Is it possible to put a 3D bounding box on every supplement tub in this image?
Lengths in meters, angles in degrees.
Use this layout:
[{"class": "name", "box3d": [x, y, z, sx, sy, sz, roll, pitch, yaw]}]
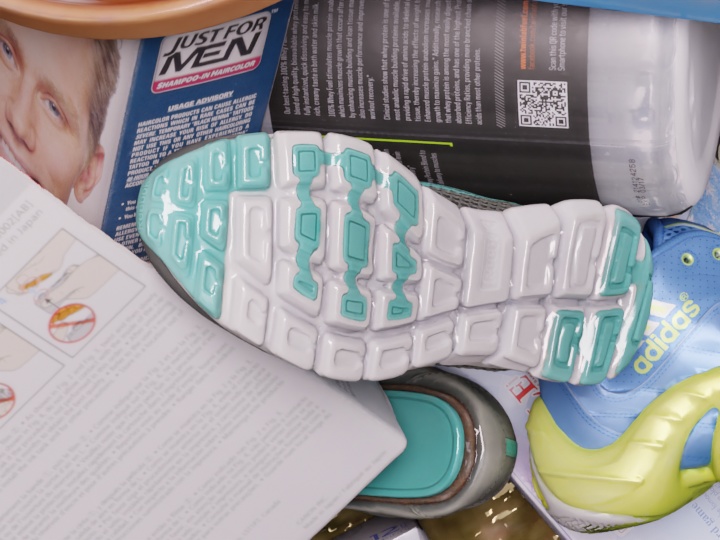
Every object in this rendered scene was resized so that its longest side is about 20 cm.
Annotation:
[{"class": "supplement tub", "box3d": [0.024, -0.084, 0.954, 0.200, 0.123, 0.123, 4, 92, 15]}]

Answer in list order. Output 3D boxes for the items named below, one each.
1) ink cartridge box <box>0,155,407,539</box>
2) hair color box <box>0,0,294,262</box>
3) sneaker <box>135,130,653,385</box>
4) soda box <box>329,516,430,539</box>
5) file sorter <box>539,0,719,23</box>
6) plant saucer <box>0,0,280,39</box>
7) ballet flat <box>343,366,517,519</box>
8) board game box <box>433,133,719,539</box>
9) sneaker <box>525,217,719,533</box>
[{"class": "ink cartridge box", "box3d": [-0.106, 0.055, 0.889, 0.160, 0.047, 0.200, -44, 127, 12]}, {"class": "hair color box", "box3d": [-0.089, -0.039, 0.907, 0.060, 0.200, 0.100, -16, 50, -33]}, {"class": "sneaker", "box3d": [0.000, 0.000, 0.895, 0.200, 0.091, 0.078, 15, 84, -39]}, {"class": "soda box", "box3d": [-0.054, 0.163, 1.003, 0.200, 0.063, 0.068, -28, 95, -2]}, {"class": "file sorter", "box3d": [0.095, -0.196, 0.862, 0.139, 0.123, 0.200, 6, 55, -10]}, {"class": "plant saucer", "box3d": [-0.063, -0.161, 0.818, 0.200, 0.032, 0.201, -4, 70, 10]}, {"class": "ballet flat", "box3d": [-0.038, 0.060, 0.997, 0.200, 0.064, 0.067, 6, 88, 21]}, {"class": "board game box", "box3d": [0.141, 0.026, 1.020, 0.199, 0.041, 0.200, -40, 94, -1]}, {"class": "sneaker", "box3d": [0.151, 0.023, 0.962, 0.200, 0.076, 0.105, -14, 92, -2]}]
